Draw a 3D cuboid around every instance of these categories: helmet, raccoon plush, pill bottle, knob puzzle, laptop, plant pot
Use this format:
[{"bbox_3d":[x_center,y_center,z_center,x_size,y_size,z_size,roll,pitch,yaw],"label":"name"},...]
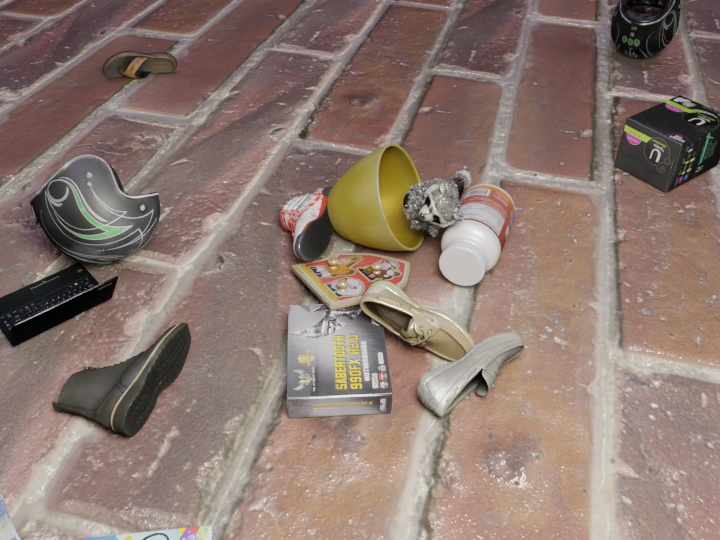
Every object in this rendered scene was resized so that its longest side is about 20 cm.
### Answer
[{"bbox_3d":[-0.473,-0.106,1.242,0.200,0.191,0.200,-38,16,13],"label":"helmet"},{"bbox_3d":[0.824,-0.718,1.971,0.198,0.191,0.202,-6,70,17],"label":"helmet"},{"bbox_3d":[0.163,-0.148,1.232,0.097,0.134,0.201,44,62,-15],"label":"raccoon plush"},{"bbox_3d":[0.215,-0.065,1.267,0.111,0.113,0.201,15,43,16],"label":"pill bottle"},{"bbox_3d":[0.000,0.000,1.214,0.217,0.031,0.220,-1,25,0],"label":"knob puzzle"},{"bbox_3d":[-0.521,0.037,1.140,0.176,0.104,0.200,-29,49,-31],"label":"laptop"},{"bbox_3d":[0.021,-0.126,1.297,0.141,0.201,0.201,-10,33,29],"label":"plant pot"}]

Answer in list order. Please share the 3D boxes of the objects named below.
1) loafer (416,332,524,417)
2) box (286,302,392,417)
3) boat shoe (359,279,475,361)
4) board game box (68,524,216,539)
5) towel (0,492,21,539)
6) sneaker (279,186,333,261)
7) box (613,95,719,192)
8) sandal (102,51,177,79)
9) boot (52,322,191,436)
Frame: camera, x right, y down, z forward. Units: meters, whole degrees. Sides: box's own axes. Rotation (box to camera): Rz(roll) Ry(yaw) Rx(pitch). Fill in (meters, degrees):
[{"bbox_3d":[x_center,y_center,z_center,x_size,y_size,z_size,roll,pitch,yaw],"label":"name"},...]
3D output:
[{"bbox_3d":[0.179,0.160,1.042,0.199,0.070,0.070,-27,55,-21],"label":"loafer"},{"bbox_3d":[-0.037,0.136,1.076,0.157,0.049,0.201,-1,40,-3],"label":"box"},{"bbox_3d":[0.089,0.091,1.083,0.199,0.072,0.065,34,36,4],"label":"boat shoe"},{"bbox_3d":[-0.260,0.367,0.758,0.198,0.106,0.103,-5,41,-5],"label":"board game box"},{"bbox_3d":[-0.525,0.327,0.863,0.146,0.024,0.200,-28,46,-26],"label":"towel"},{"bbox_3d":[-0.112,-0.081,1.305,0.107,0.068,0.202,-10,38,29],"label":"sneaker"},{"bbox_3d":[0.701,-0.287,1.525,0.199,0.125,0.148,-25,45,-26],"label":"box"},{"bbox_3d":[-0.603,-0.554,1.867,0.198,0.082,0.055,-6,62,-18],"label":"sandal"},{"bbox_3d":[-0.362,0.147,1.042,0.137,0.078,0.201,9,40,17],"label":"boot"}]
